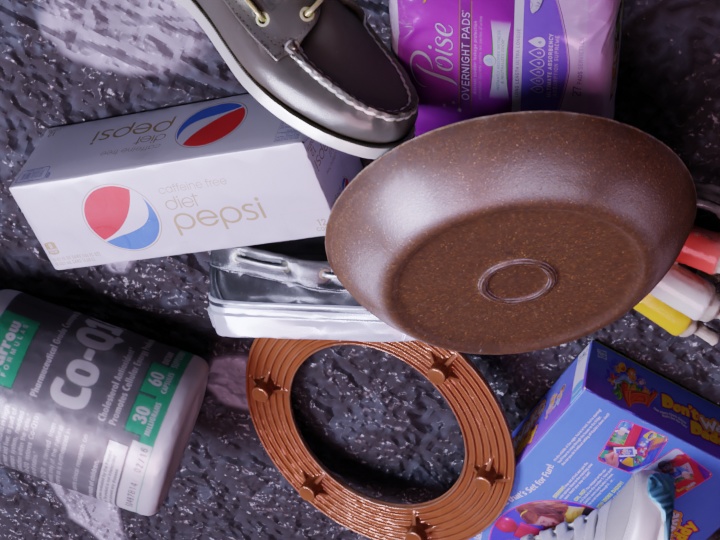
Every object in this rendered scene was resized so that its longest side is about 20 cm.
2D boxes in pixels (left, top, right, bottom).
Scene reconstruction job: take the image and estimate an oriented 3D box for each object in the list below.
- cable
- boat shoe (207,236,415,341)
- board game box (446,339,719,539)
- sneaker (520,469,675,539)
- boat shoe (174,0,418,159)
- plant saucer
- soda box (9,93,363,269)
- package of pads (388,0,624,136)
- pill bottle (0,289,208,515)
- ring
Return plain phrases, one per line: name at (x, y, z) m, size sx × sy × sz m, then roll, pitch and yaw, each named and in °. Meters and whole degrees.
cable at (0.132, -0.023, 0.907) m, size 0.198 × 0.051 × 0.098 m, roll 18°, pitch 136°, yaw 0°
boat shoe at (0.000, 0.000, 0.956) m, size 0.198 × 0.072 × 0.072 m, roll -4°, pitch 108°, yaw 8°
board game box at (0.157, 0.149, 1.053) m, size 0.134 × 0.045 × 0.200 m, roll 28°, pitch 132°, yaw -7°
sneaker at (0.140, 0.196, 1.018) m, size 0.080 × 0.077 × 0.201 m, roll 23°, pitch 131°, yaw 0°
boat shoe at (-0.042, -0.139, 0.811) m, size 0.202 × 0.072 × 0.060 m, roll 45°, pitch 135°, yaw 16°
plant saucer at (0.081, -0.007, 0.838) m, size 0.198 × 0.037 × 0.201 m, roll -4°, pitch 146°, yaw -3°
soda box at (-0.104, -0.054, 0.949) m, size 0.198 × 0.064 × 0.068 m, roll -6°, pitch 127°, yaw 23°
package of pads at (0.075, -0.121, 0.825) m, size 0.119 × 0.076 × 0.201 m, roll 6°, pitch 131°, yaw 11°
pill bottle at (-0.211, 0.080, 1.065) m, size 0.198 × 0.114 × 0.114 m, roll 19°, pitch 133°, yaw 0°
ring at (0.008, 0.106, 1.051) m, size 0.199 × 0.019 × 0.202 m, roll 15°, pitch 127°, yaw 21°
